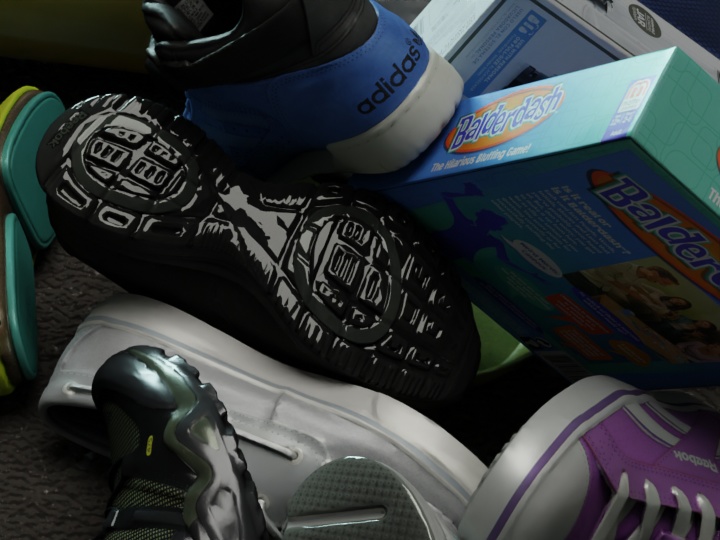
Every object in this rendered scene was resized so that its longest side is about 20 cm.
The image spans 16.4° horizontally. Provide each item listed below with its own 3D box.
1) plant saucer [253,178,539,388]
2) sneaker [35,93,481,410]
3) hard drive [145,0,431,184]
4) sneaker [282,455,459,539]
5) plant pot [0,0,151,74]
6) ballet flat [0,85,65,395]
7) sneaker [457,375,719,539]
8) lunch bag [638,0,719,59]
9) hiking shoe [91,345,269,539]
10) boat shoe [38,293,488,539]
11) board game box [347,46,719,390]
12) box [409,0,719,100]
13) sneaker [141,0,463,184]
[{"bbox_3d":[0.000,0.000,1.140,0.199,0.031,0.201,8,35,-5],"label":"plant saucer"},{"bbox_3d":[-0.042,-0.001,1.034,0.199,0.091,0.076,30,65,3],"label":"sneaker"},{"bbox_3d":[0.010,-0.139,1.169,0.139,0.033,0.201,31,78,15],"label":"hard drive"},{"bbox_3d":[0.046,0.155,0.893,0.080,0.070,0.201,37,21,-58],"label":"sneaker"},{"bbox_3d":[-0.144,-0.185,1.239,0.188,0.201,0.201,18,32,-15],"label":"plant pot"},{"bbox_3d":[-0.170,-0.016,1.096,0.067,0.067,0.201,-10,36,7],"label":"ballet flat"},{"bbox_3d":[0.126,0.098,0.959,0.114,0.073,0.200,39,23,27],"label":"sneaker"},{"bbox_3d":[0.143,-0.096,1.226,0.135,0.133,0.200,32,36,-5],"label":"lunch bag"},{"bbox_3d":[-0.079,0.112,0.902,0.100,0.076,0.201,-19,51,-8],"label":"hiking shoe"},{"bbox_3d":[-0.037,0.075,0.996,0.199,0.072,0.069,27,58,12],"label":"boat shoe"},{"bbox_3d":[0.106,-0.012,0.989,0.152,0.200,0.045,39,67,-23],"label":"board game box"},{"bbox_3d":[0.108,-0.051,1.096,0.199,0.117,0.060,33,28,-21],"label":"box"},{"bbox_3d":[-0.054,-0.084,1.048,0.200,0.111,0.077,-10,41,57],"label":"sneaker"}]
